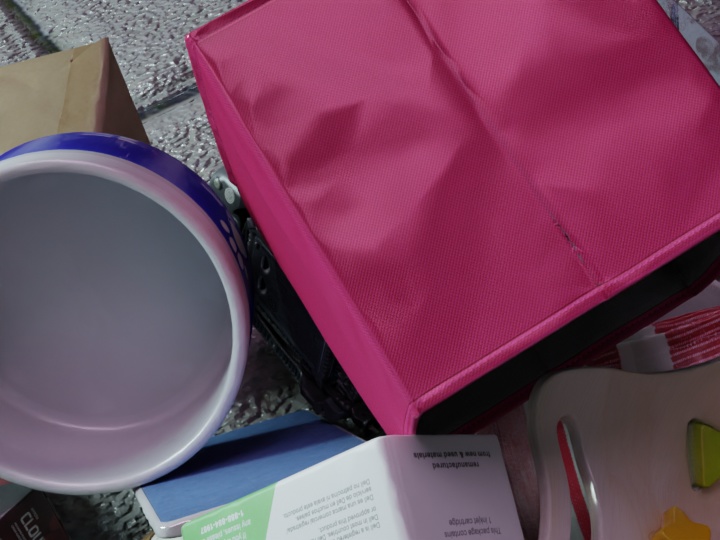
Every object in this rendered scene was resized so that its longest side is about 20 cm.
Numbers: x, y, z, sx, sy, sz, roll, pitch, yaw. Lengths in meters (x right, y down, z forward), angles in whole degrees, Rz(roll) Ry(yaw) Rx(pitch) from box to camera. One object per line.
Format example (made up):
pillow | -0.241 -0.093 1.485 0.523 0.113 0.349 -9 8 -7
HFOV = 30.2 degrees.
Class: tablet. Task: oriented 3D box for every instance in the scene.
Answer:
tablet | -0.067 0.115 0.775 0.130 0.014 0.200 -15 5 -14

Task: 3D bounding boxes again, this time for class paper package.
paper package | -0.192 -0.025 0.922 0.103 0.201 0.191 -13 41 3

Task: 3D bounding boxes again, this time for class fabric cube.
fabric cube | 0.056 -0.045 0.663 0.199 0.196 0.200 -30 75 -6

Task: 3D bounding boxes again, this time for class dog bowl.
dog bowl | -0.161 0.024 0.772 0.199 0.201 0.079 -11 18 4

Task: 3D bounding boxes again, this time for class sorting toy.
sorting toy | 0.162 0.124 0.638 0.179 0.107 0.201 19 49 -19

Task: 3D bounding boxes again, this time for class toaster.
toaster | 0.000 0.000 0.834 0.129 0.114 0.200 -24 56 -29

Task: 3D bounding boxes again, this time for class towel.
towel | 0.164 0.102 0.764 0.199 0.023 0.145 -14 65 0

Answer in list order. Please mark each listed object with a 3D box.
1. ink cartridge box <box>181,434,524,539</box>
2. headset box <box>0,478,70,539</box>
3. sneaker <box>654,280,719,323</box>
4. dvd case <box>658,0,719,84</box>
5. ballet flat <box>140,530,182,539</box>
ink cartridge box | 0.010 0.190 0.594 0.146 0.084 0.201 -28 67 38
headset box | -0.286 0.175 0.815 0.148 0.077 0.200 23 52 36
sneaker | 0.140 -0.013 0.835 0.075 0.200 0.089 -53 24 5
dvd case | 0.176 -0.122 0.911 0.146 0.200 0.022 -49 8 -3
ballet flat | -0.062 0.166 0.759 0.199 0.073 0.068 5 37 23
